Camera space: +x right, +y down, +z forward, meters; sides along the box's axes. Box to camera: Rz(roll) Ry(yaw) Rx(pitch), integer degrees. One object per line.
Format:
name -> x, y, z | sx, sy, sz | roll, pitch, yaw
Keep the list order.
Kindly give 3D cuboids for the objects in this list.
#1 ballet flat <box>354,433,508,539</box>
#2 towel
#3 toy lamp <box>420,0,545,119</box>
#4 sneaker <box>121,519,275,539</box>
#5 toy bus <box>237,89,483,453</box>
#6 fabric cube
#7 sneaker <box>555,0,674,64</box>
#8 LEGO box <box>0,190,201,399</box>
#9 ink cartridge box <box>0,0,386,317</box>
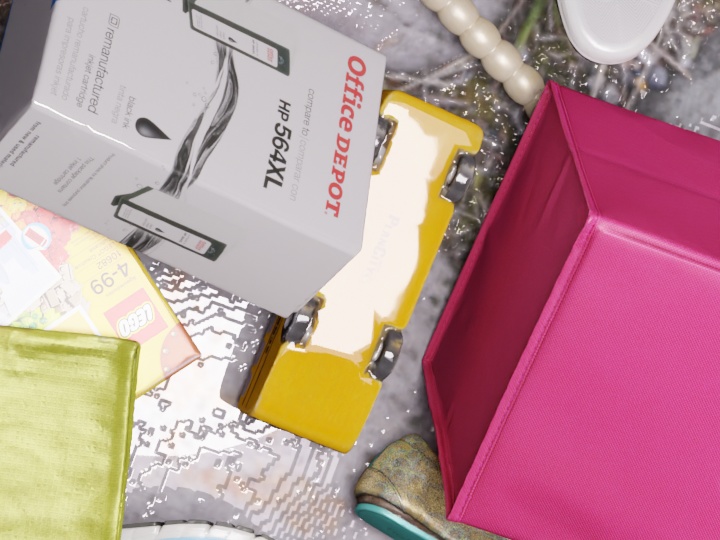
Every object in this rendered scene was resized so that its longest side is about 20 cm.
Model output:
ballet flat -> 0.087, 0.164, 1.685 | 0.200, 0.071, 0.071 | 37, 85, -11
towel -> -0.170, 0.133, 1.565 | 0.086, 0.018, 0.200 | 6, 92, -12
toy lamp -> 0.089, -0.109, 1.674 | 0.200, 0.058, 0.058 | 45, 84, -8
sneaker -> -0.131, 0.188, 1.629 | 0.200, 0.078, 0.090 | -7, 82, -2
toy bus -> 0.000, 0.000, 1.649 | 0.065, 0.078, 0.200 | 22, 88, -11
fabric cube -> 0.166, 0.043, 1.597 | 0.199, 0.200, 0.196 | 20, 113, -12
sneaker -> 0.133, -0.194, 1.644 | 0.073, 0.112, 0.200 | 5, 71, -10
LEGO box -> -0.214, 0.039, 1.608 | 0.200, 0.077, 0.149 | -34, 98, -8
ink cartridge box -> -0.094, -0.085, 1.575 | 0.200, 0.084, 0.146 | 24, 51, -22
